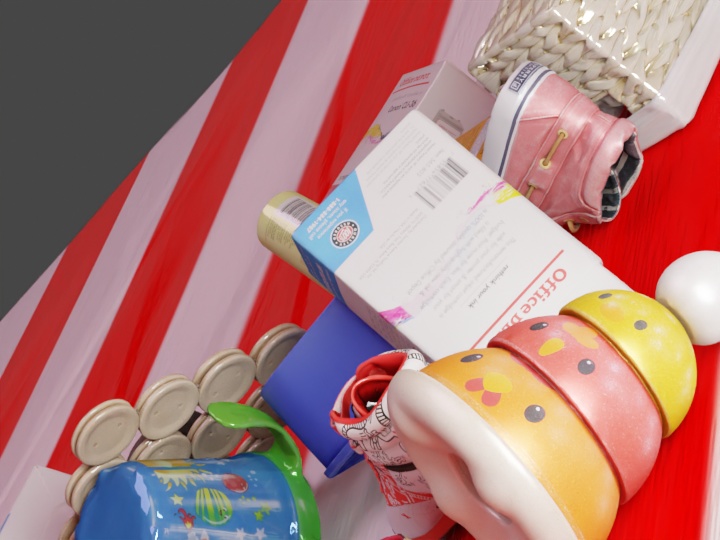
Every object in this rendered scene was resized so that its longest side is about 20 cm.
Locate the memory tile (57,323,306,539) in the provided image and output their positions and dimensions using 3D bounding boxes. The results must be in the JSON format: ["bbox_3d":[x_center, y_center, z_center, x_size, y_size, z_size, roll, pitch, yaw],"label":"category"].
[{"bbox_3d":[-0.123,0.122,1.464,0.199,0.017,0.154,-23,-41,-34],"label":"memory tile"}]

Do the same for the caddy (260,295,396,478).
[{"bbox_3d":[0.026,0.057,1.407,0.200,0.105,0.141,-51,-6,34],"label":"caddy"}]

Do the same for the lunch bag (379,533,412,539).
[{"bbox_3d":[-0.010,0.242,1.135,0.176,0.082,0.201,-40,20,43],"label":"lunch bag"}]

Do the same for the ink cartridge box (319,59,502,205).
[{"bbox_3d":[0.048,-0.108,1.779,0.201,0.067,0.116,-57,15,-12],"label":"ink cartridge box"}]

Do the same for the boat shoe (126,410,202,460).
[{"bbox_3d":[-0.165,0.193,1.561,0.074,0.075,0.201,-44,17,52],"label":"boat shoe"}]

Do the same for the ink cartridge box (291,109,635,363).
[{"bbox_3d":[0.070,0.010,1.280,0.115,0.200,0.068,-46,-21,-9],"label":"ink cartridge box"}]

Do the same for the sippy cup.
[{"bbox_3d":[-0.117,0.184,1.412,0.139,0.130,0.179,-16,68,46],"label":"sippy cup"}]

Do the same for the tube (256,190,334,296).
[{"bbox_3d":[0.000,0.000,1.592,0.199,0.052,0.058,30,125,41],"label":"tube"}]

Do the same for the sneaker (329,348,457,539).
[{"bbox_3d":[0.028,0.103,1.243,0.067,0.108,0.201,-58,6,-20],"label":"sneaker"}]

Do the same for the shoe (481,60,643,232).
[{"bbox_3d":[0.128,-0.048,1.392,0.072,0.091,0.201,-48,-20,-30],"label":"shoe"}]

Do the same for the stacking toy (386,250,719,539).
[{"bbox_3d":[0.125,0.057,1.098,0.200,0.146,0.146,-41,11,-14],"label":"stacking toy"}]

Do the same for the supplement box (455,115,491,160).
[{"bbox_3d":[0.092,-0.066,1.549,0.200,0.066,0.069,-31,27,56],"label":"supplement box"}]

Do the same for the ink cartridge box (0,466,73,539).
[{"bbox_3d":[-0.241,0.265,1.633,0.201,0.067,0.116,93,-164,-45],"label":"ink cartridge box"}]

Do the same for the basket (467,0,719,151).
[{"bbox_3d":[0.179,-0.188,1.435,0.135,0.123,0.201,-30,28,59],"label":"basket"}]
